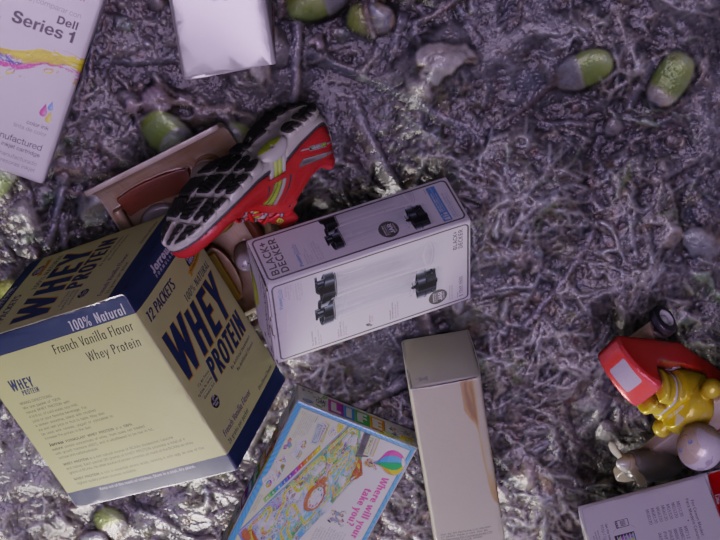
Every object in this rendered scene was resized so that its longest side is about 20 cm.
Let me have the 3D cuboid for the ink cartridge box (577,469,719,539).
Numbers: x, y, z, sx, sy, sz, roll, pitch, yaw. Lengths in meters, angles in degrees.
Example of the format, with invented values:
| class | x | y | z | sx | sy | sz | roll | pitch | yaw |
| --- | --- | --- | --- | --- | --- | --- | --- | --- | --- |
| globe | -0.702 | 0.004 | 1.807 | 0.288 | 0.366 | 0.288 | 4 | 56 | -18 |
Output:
| class | x | y | z | sx | sy | sz | roll | pitch | yaw |
| --- | --- | --- | --- | --- | --- | --- | --- | --- | --- |
| ink cartridge box | 0.313 | 0.275 | 1.645 | 0.174 | 0.085 | 0.200 | -16 | 155 | 5 |

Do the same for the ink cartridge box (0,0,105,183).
| class | x | y | z | sx | sy | sz | roll | pitch | yaw |
| --- | --- | --- | --- | --- | --- | --- | --- | --- | --- |
| ink cartridge box | -0.312 | -0.201 | 1.458 | 0.143 | 0.084 | 0.201 | 19 | 112 | -11 |

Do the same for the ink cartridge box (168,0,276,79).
| class | x | y | z | sx | sy | sz | roll | pitch | yaw |
| --- | --- | --- | --- | --- | --- | --- | --- | --- | --- |
| ink cartridge box | -0.126 | -0.282 | 1.394 | 0.085 | 0.147 | 0.202 | -10 | 115 | 0 |

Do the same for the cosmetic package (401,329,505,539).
| class | x | y | z | sx | sy | sz | roll | pitch | yaw |
| --- | --- | --- | --- | --- | --- | --- | --- | --- | --- |
| cosmetic package | 0.092 | 0.172 | 1.636 | 0.070 | 0.105 | 0.202 | -10 | 116 | 1 |

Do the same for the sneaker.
| class | x | y | z | sx | sy | sz | roll | pitch | yaw |
| --- | --- | --- | --- | --- | --- | --- | --- | --- | --- |
| sneaker | -0.091 | -0.067 | 1.491 | 0.200 | 0.077 | 0.085 | -42 | 122 | -26 |

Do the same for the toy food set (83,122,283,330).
| class | x | y | z | sx | sy | sz | roll | pitch | yaw |
| --- | --- | --- | --- | --- | --- | --- | --- | --- | --- |
| toy food set | -0.147 | -0.026 | 1.558 | 0.142 | 0.061 | 0.201 | -26 | 113 | 9 |

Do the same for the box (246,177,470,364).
| class | x | y | z | sx | sy | sz | roll | pitch | yaw |
| --- | --- | --- | --- | --- | --- | --- | --- | --- | --- |
| box | 0.000 | 0.000 | 1.526 | 0.198 | 0.060 | 0.117 | -19 | 141 | -11 |

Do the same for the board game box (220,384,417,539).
| class | x | y | z | sx | sy | sz | roll | pitch | yaw |
| --- | --- | --- | --- | --- | --- | --- | --- | --- | --- |
| board game box | -0.045 | 0.228 | 1.694 | 0.133 | 0.034 | 0.201 | 23 | 112 | -12 |

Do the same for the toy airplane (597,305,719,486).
| class | x | y | z | sx | sy | sz | roll | pitch | yaw |
| --- | --- | --- | --- | --- | --- | --- | --- | --- | --- |
| toy airplane | 0.334 | 0.140 | 1.608 | 0.197 | 0.142 | 0.201 | -3 | 132 | 10 |

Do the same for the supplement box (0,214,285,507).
| class | x | y | z | sx | sy | sz | roll | pitch | yaw |
| --- | --- | --- | --- | --- | --- | --- | --- | --- | --- |
| supplement box | -0.215 | 0.085 | 1.534 | 0.198 | 0.135 | 0.201 | -17 | 117 | 30 |
